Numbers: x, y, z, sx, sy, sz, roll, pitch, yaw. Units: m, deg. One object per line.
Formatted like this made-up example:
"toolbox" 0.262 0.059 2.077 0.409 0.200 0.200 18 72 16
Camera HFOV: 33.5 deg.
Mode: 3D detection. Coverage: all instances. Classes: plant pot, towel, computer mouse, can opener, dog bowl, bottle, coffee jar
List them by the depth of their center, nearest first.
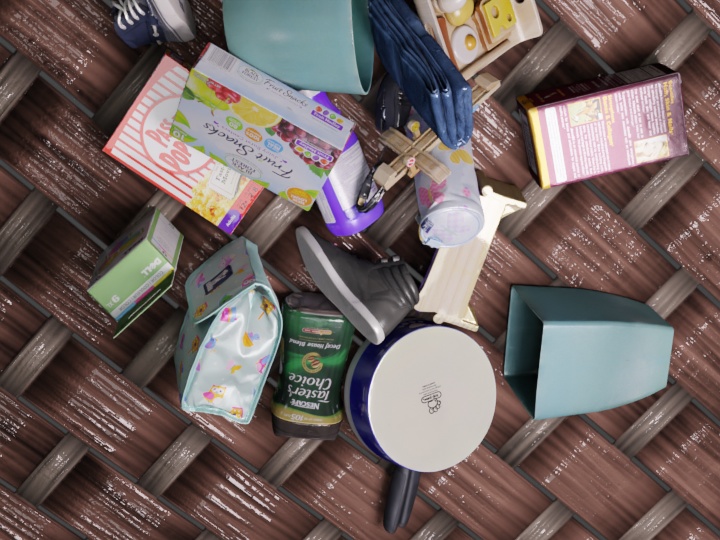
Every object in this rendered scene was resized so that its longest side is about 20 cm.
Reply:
"towel" 0.067 -0.239 1.427 0.048 0.201 0.112 -26 145 -9
"plant pot" -0.074 -0.309 1.434 0.160 0.201 0.202 -1 110 8
"computer mouse" 0.026 -0.171 1.527 0.034 0.058 0.202 22 79 -43
"bottle" -0.038 -0.147 1.549 0.083 0.065 0.201 -39 115 -36
"dog bowl" 0.082 0.169 1.626 0.199 0.079 0.202 -2 95 -23
"plant pot" 0.316 0.107 1.643 0.198 0.141 0.142 -1 110 -12
"coffee jar" -0.066 0.136 1.646 0.103 0.085 0.202 5 110 -6
"can opener" 0.065 0.289 1.734 0.063 0.078 0.202 -17 120 -40

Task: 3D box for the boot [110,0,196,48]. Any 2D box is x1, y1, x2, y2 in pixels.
"boot" -0.258 -0.312 1.419 0.090 0.200 0.073 -13 78 2

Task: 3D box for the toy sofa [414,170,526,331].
"toy sofa" 0.141 -0.029 1.604 0.097 0.083 0.201 17 108 -6

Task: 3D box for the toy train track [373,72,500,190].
"toy train track" 0.093 -0.178 1.465 0.200 0.115 0.033 -43 145 -12

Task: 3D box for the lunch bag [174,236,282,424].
"lunch bag" -0.172 0.071 1.570 0.121 0.171 0.201 13 108 -17

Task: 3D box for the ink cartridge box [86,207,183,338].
"ink cartridge box" -0.286 -0.002 1.519 0.104 0.200 0.059 -40 108 9

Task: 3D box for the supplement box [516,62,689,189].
"supplement box" 0.314 -0.189 1.558 0.198 0.086 0.111 -13 110 1

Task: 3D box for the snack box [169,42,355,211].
"snack box" -0.121 -0.170 1.448 0.199 0.053 0.142 29 147 -4

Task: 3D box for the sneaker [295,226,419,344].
"sneaker" 0.000 0.000 1.589 0.099 0.200 0.071 -32 154 -19

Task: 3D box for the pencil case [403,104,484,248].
"pencil case" 0.103 -0.126 1.507 0.083 0.201 0.091 9 145 -21

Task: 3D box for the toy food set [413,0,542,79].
"toy food set" 0.147 -0.317 1.463 0.200 0.060 0.144 -39 116 -37

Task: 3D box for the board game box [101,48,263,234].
"board game box" -0.208 -0.165 1.548 0.199 0.046 0.152 33 104 -14
